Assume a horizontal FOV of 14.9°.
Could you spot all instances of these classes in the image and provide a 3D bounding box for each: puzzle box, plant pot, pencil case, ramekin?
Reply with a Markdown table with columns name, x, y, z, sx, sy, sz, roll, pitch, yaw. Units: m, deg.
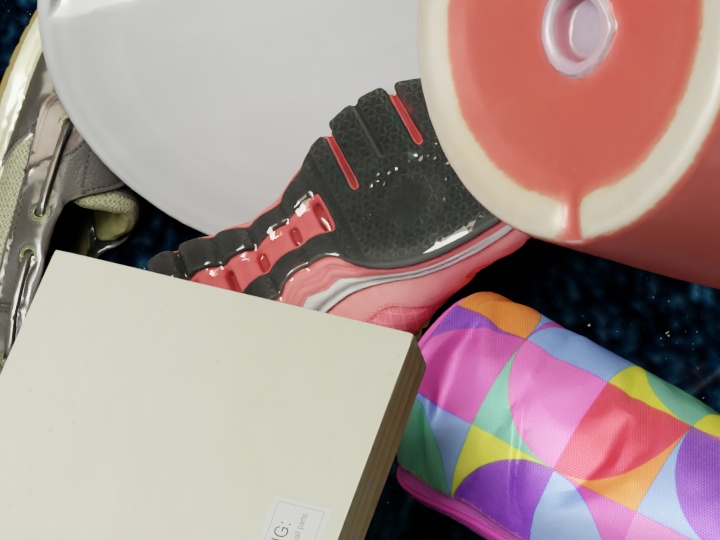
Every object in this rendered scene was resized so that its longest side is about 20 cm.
| name | x | y | z | sx | sy | sz | roll | pitch | yaw |
| --- | --- | --- | --- | --- | --- | --- | --- | --- | --- |
| puzzle box | -0.073 | 0.097 | 0.861 | 0.132 | 0.025 | 0.201 | 13 | 67 | 20 |
| plant pot | 0.128 | -0.078 | 0.891 | 0.200 | 0.177 | 0.202 | 0 | 91 | 49 |
| pencil case | 0.102 | 0.083 | 0.947 | 0.199 | 0.089 | 0.089 | 29 | 72 | 28 |
| ramekin | -0.014 | -0.109 | 1.017 | 0.201 | 0.203 | 0.095 | -3 | 41 | 12 |

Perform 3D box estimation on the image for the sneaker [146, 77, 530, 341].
| name | x | y | z | sx | sy | sz | roll | pitch | yaw |
| --- | --- | --- | --- | --- | --- | --- | --- | --- | --- |
| sneaker | 0.000 | 0.000 | 1.002 | 0.199 | 0.087 | 0.074 | -30 | 57 | 13 |

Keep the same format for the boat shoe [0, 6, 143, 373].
| name | x | y | z | sx | sy | sz | roll | pitch | yaw |
| --- | --- | --- | --- | --- | --- | --- | --- | --- | --- |
| boat shoe | -0.115 | -0.030 | 1.072 | 0.064 | 0.073 | 0.201 | 17 | 77 | 16 |
